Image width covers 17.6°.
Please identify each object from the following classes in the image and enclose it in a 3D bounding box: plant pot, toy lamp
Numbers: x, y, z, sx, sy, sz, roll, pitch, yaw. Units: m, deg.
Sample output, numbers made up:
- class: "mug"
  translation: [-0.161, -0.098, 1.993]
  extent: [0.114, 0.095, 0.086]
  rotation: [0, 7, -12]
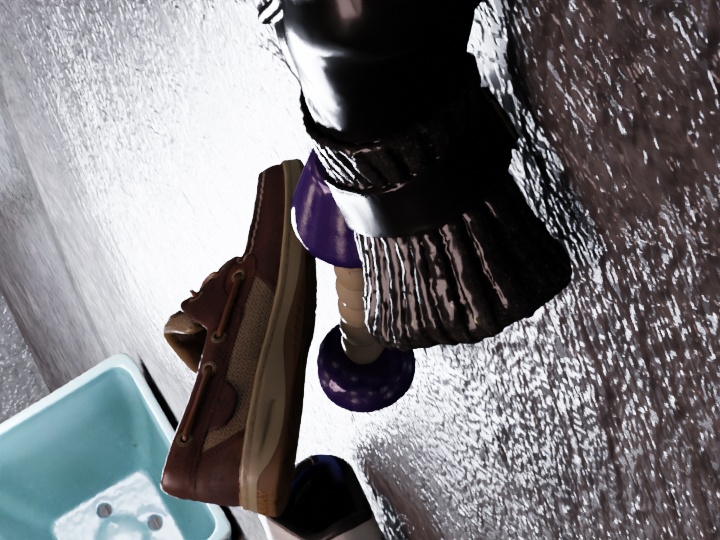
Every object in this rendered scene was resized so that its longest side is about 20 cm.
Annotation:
- class: "plant pot"
  translation: [-0.232, 0.226, 2.098]
  extent: [0.196, 0.196, 0.200]
  rotation: [57, 174, 18]
- class: "toy lamp"
  translation: [0.000, 0.000, 1.064]
  extent: [0.058, 0.058, 0.200]
  rotation: [56, 168, 24]

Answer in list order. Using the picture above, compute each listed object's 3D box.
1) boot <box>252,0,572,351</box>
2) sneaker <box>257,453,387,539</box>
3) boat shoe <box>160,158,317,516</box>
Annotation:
- class: "boot"
  translation: [0.023, -0.048, 0.817]
  extent: [0.211, 0.079, 0.158]
  rotation: [-144, 34, -84]
- class: "sneaker"
  translation: [-0.023, 0.172, 1.456]
  extent: [0.116, 0.080, 0.199]
  rotation: [66, 160, -2]
- class: "boat shoe"
  translation: [-0.061, 0.027, 1.127]
  extent: [0.072, 0.072, 0.201]
  rotation: [86, -172, -55]
